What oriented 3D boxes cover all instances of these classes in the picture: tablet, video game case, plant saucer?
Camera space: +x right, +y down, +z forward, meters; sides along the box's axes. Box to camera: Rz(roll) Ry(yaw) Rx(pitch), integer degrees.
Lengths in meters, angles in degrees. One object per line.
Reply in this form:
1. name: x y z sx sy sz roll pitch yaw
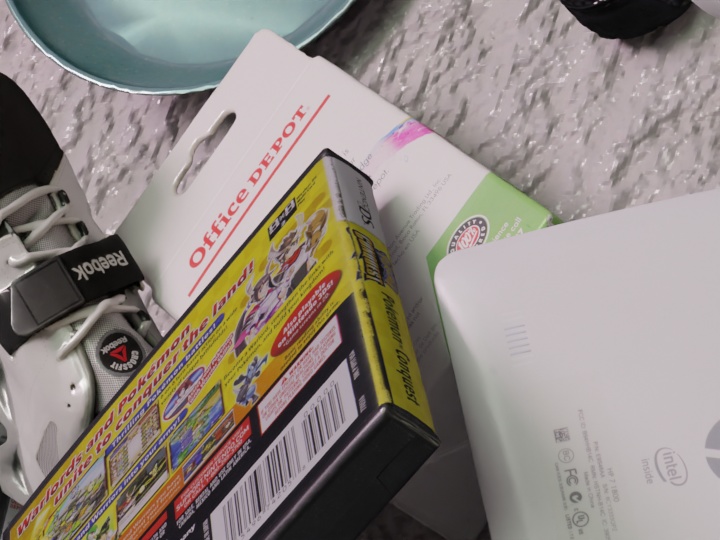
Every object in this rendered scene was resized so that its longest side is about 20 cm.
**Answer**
1. tablet: 0.103 0.064 0.850 0.129 0.014 0.201 -13 58 1
2. video game case: -0.055 0.075 0.905 0.200 0.025 0.181 -49 23 18
3. plant saucer: -0.064 -0.162 1.161 0.198 0.036 0.202 -7 67 18

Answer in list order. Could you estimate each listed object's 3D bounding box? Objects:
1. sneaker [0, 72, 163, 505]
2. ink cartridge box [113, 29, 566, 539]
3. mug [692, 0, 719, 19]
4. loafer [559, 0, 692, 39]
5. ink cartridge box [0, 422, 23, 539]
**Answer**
1. sneaker: -0.109 0.015 1.025 0.074 0.201 0.088 -32 24 -35
2. ink cartridge box: 0.000 0.000 1.006 0.117 0.067 0.200 -54 42 2
3. mug: 0.199 -0.118 0.858 0.174 0.147 0.202 12 102 39
4. loafer: 0.101 -0.185 1.031 0.068 0.070 0.202 -15 54 35
5. ink cartridge box: -0.199 0.125 1.099 0.144 0.084 0.201 -11 56 39
